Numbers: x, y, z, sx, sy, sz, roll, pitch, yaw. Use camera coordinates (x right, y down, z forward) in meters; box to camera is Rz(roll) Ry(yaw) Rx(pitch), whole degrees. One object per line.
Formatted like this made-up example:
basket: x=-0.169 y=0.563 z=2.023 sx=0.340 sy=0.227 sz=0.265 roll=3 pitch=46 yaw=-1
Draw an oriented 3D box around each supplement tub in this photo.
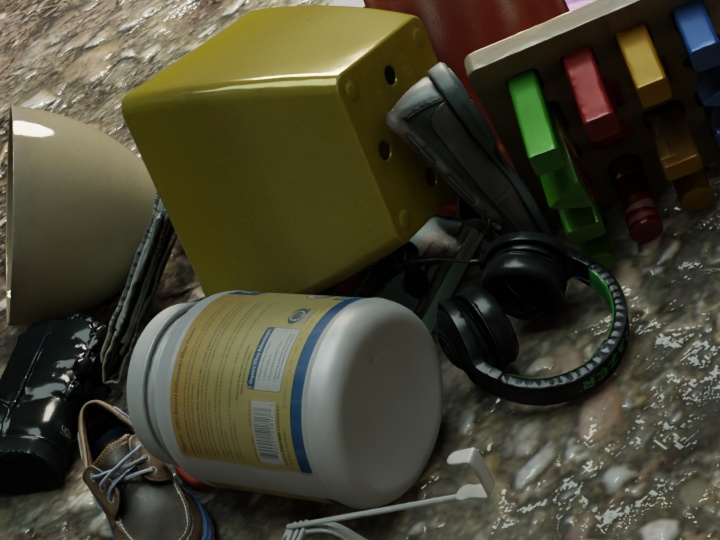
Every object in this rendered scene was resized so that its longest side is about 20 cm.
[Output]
supplement tub: x=-0.056 y=0.089 z=1.167 sx=0.199 sy=0.145 sz=0.145 roll=3 pitch=44 yaw=37

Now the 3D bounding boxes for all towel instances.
towel: x=-0.175 y=-0.023 z=1.377 sx=0.200 sy=0.034 sz=0.194 roll=-91 pitch=24 yaw=-71

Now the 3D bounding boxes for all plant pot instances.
plant pot: x=0.098 y=-0.182 z=1.348 sx=0.199 sy=0.196 sz=0.201 roll=-19 pitch=28 yaw=11
plant pot: x=-0.030 y=-0.096 z=1.258 sx=0.175 sy=0.201 sz=0.200 roll=-9 pitch=23 yaw=38
plant pot: x=-0.260 y=-0.049 z=1.507 sx=0.133 sy=0.202 sz=0.201 roll=1 pitch=30 yaw=-14

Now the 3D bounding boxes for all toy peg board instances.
toy peg board: x=0.207 y=-0.099 z=1.191 sx=0.198 sy=0.200 sz=0.098 roll=-21 pitch=51 yaw=12

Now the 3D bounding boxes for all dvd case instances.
dvd case: x=0.000 y=0.000 z=1.361 sx=0.199 sy=0.022 sz=0.146 roll=0 pitch=43 yaw=36

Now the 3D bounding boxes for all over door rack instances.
over door rack: x=0.000 y=0.211 z=1.018 sx=0.199 sy=0.067 sz=0.148 roll=-29 pitch=26 yaw=43

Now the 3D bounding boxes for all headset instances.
headset: x=0.104 y=0.031 z=1.195 sx=0.199 sy=0.094 sz=0.124 roll=30 pitch=64 yaw=29

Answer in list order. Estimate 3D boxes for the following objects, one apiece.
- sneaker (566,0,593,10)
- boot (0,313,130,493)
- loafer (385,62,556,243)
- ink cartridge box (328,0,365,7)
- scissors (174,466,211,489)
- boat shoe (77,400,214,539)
sneaker: x=0.241 y=-0.228 z=1.435 sx=0.114 sy=0.073 sz=0.200 roll=-41 pitch=34 yaw=-22
boot: x=-0.307 y=0.114 z=1.402 sx=0.196 sy=0.074 sz=0.163 roll=-6 pitch=42 yaw=22
loafer: x=0.085 y=-0.067 z=1.222 sx=0.063 sy=0.200 sz=0.072 roll=-34 pitch=34 yaw=3
ink cartridge box: x=0.020 y=-0.229 z=1.587 sx=0.199 sy=0.094 sz=0.044 roll=-25 pitch=33 yaw=8
scissors: x=-0.143 y=0.115 z=1.325 sx=0.073 sy=0.014 sz=0.200 roll=-39 pitch=35 yaw=-10
boat shoe: x=-0.176 y=0.164 z=1.229 sx=0.072 sy=0.073 sz=0.200 roll=-37 pitch=33 yaw=-11
